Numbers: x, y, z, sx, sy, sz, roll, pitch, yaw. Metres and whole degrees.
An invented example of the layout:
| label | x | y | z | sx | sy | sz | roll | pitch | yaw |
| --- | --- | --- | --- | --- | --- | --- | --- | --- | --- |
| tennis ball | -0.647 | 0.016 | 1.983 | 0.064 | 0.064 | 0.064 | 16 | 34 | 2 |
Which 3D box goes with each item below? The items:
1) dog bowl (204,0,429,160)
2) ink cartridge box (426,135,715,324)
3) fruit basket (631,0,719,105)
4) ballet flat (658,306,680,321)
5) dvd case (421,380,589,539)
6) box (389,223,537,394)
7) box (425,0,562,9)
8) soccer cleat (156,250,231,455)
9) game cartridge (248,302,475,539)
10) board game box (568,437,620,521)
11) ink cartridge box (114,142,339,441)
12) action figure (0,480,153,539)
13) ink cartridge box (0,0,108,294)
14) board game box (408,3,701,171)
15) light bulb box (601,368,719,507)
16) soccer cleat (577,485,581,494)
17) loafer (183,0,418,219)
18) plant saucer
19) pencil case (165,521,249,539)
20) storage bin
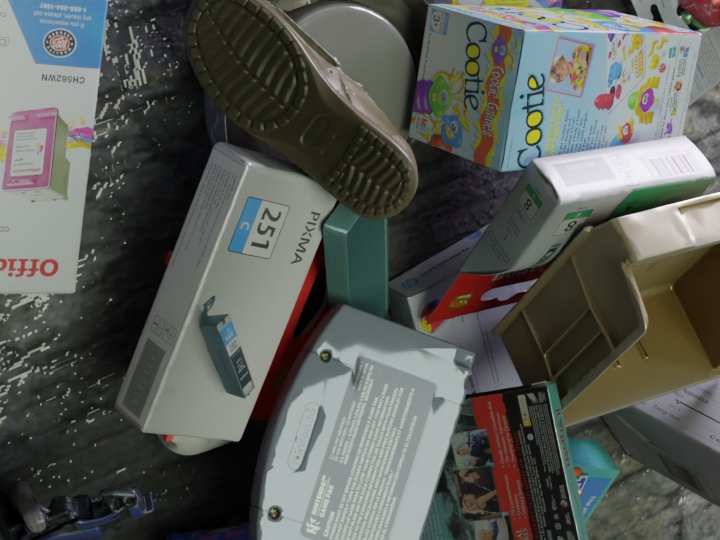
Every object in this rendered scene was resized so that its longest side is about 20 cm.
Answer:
| label | x | y | z | sx | sy | sz | roll | pitch | yaw |
| --- | --- | --- | --- | --- | --- | --- | --- | --- | --- |
| dog bowl | -0.027 | -0.127 | 1.215 | 0.199 | 0.059 | 0.202 | -11 | 110 | -31 |
| ink cartridge box | 0.158 | -0.016 | 1.260 | 0.160 | 0.050 | 0.201 | -11 | 147 | -34 |
| fruit basket | 0.314 | -0.266 | 1.401 | 0.199 | 0.094 | 0.186 | -35 | 122 | -2 |
| ballet flat | 0.257 | 0.020 | 1.417 | 0.067 | 0.062 | 0.201 | 42 | 61 | -52 |
| dvd case | 0.076 | 0.171 | 1.279 | 0.022 | 0.199 | 0.147 | -13 | 90 | -59 |
| box | 0.126 | 0.037 | 1.384 | 0.199 | 0.041 | 0.157 | -31 | 121 | -24 |
| box | 0.104 | -0.222 | 1.283 | 0.117 | 0.048 | 0.202 | -5 | 106 | -34 |
| soccer cleat | -0.107 | 0.040 | 1.215 | 0.077 | 0.069 | 0.202 | 0 | 111 | -42 |
| game cartridge | -0.005 | 0.133 | 1.199 | 0.132 | 0.042 | 0.201 | 20 | 82 | -10 |
| board game box | 0.105 | 0.205 | 1.393 | 0.199 | 0.045 | 0.153 | 10 | 119 | -36 |
| ink cartridge box | -0.065 | 0.023 | 1.165 | 0.175 | 0.045 | 0.201 | 11 | 106 | -47 |
| action figure | -0.247 | 0.147 | 1.130 | 0.198 | 0.105 | 0.195 | -16 | 121 | -2 |
| ink cartridge box | -0.251 | -0.088 | 1.059 | 0.144 | 0.084 | 0.202 | 0 | 106 | -34 |
| board game box | 0.148 | -0.140 | 1.240 | 0.199 | 0.103 | 0.106 | -5 | 111 | -41 |
| light bulb box | 0.338 | 0.092 | 1.448 | 0.200 | 0.198 | 0.125 | -46 | 127 | -12 |
| soccer cleat | 0.092 | 0.208 | 1.323 | 0.200 | 0.077 | 0.067 | -46 | 172 | 28 |
| loafer | -0.040 | -0.114 | 1.121 | 0.076 | 0.067 | 0.200 | -43 | 91 | 14 |
| plant saucer | 0.000 | 0.000 | 1.226 | 0.070 | 0.019 | 0.201 | -56 | 161 | -26 |
| pencil case | -0.056 | 0.219 | 1.252 | 0.198 | 0.079 | 0.087 | -12 | 156 | -5 |
| storage bin | 0.235 | 0.023 | 1.261 | 0.199 | 0.199 | 0.094 | -13 | 68 | -29 |
